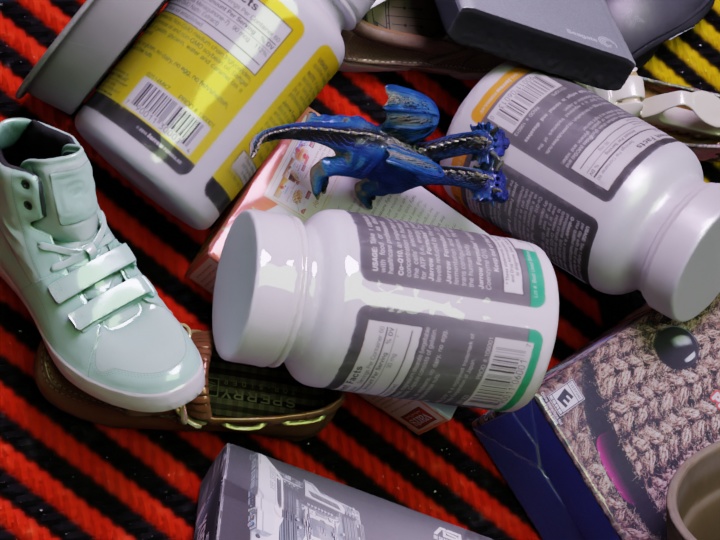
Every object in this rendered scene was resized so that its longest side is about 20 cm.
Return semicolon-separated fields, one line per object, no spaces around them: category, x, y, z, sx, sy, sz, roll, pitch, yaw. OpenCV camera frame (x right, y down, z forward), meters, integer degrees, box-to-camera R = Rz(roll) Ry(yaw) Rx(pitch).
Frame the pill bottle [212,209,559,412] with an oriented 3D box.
pill bottle;0.015;0.023;1.247;0.199;0.113;0.114;10;69;-19

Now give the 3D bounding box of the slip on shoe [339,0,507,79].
slip on shoe;0.062;-0.183;1.429;0.199;0.061;0.076;-3;74;-25

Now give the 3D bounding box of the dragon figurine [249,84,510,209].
dragon figurine;0.018;-0.081;1.269;0.200;0.099;0.059;20;62;-50

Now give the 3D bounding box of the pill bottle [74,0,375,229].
pill bottle;-0.082;-0.136;1.287;0.114;0.114;0.200;40;82;-7

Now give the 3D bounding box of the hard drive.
hard drive;0.108;-0.210;1.414;0.139;0.033;0.200;15;35;-22

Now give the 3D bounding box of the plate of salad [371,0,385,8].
plate of salad;-0.040;-0.262;1.382;0.199;0.048;0.201;-1;66;3

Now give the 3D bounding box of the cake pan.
cake pan;-0.143;-0.176;1.256;0.037;0.200;0.201;40;62;-8

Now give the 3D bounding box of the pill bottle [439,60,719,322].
pill bottle;0.161;-0.054;1.355;0.200;0.117;0.116;34;57;27

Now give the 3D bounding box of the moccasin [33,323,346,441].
moccasin;-0.107;0.071;1.259;0.200;0.078;0.074;16;68;-18

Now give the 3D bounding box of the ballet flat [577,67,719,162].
ballet flat;0.212;-0.120;1.470;0.199;0.071;0.070;6;74;-22

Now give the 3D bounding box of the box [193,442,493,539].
box;-0.010;0.210;1.240;0.199;0.050;0.158;22;39;-16

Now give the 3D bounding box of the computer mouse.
computer mouse;0.225;-0.245;1.531;0.200;0.046;0.141;-32;89;-29

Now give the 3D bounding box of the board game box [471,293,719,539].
board game box;0.209;0.115;1.377;0.200;0.097;0.160;-32;88;-29

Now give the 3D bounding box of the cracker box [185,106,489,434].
cracker box;0.000;0.000;1.344;0.200;0.058;0.134;35;64;-9

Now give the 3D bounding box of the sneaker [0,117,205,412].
sneaker;-0.168;-0.007;1.193;0.074;0.119;0.200;-32;61;-30

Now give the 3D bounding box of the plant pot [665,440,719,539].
plant pot;0.290;0.220;1.255;0.199;0.200;0.174;-16;119;-28
